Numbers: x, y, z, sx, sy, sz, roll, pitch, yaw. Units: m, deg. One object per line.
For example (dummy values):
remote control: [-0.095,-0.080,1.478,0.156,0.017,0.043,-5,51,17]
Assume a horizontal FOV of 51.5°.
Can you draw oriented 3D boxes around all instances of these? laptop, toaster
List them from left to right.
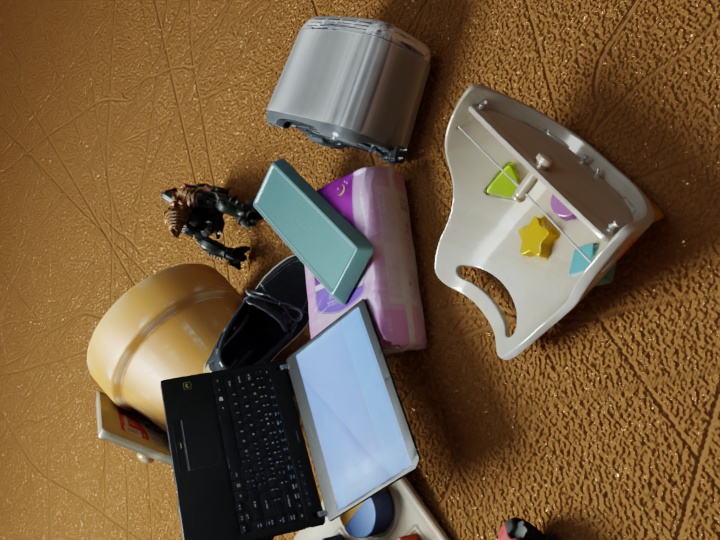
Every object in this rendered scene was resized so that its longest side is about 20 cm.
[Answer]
laptop: [-0.074,0.138,0.687,0.103,0.200,0.177,105,152,-51]
toaster: [-0.008,-0.197,0.811,0.200,0.114,0.129,24,98,48]

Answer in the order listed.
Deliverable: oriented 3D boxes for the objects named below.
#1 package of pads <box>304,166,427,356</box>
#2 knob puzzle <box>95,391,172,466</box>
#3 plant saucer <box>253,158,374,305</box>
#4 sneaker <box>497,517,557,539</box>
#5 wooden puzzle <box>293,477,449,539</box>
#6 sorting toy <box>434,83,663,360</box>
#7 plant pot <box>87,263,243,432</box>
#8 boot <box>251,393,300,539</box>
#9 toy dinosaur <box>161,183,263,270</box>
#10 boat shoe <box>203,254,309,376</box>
package of pads: [0.000,0.000,0.791,0.120,0.076,0.200,-21,67,40]
knob puzzle: [-0.228,0.217,0.905,0.220,0.220,0.030,20,82,47]
plant saucer: [-0.058,-0.048,0.794,0.200,0.019,0.070,47,116,42]
sneaker: [0.137,0.288,0.556,0.098,0.071,0.200,-49,31,14]
wooden puzzle: [0.006,0.296,0.746,0.185,0.046,0.200,-57,47,23]
sorting toy: [0.137,-0.025,0.640,0.200,0.107,0.180,56,129,37]
plant pot: [-0.192,0.124,0.901,0.183,0.200,0.200,42,113,26]
boot: [-0.084,0.222,0.731,0.182,0.073,0.200,7,54,10]
toy dinosaur: [-0.205,-0.066,0.971,0.200,0.136,0.102,-65,1,-53]
boat shoe: [-0.102,0.053,0.834,0.075,0.200,0.062,34,146,3]
